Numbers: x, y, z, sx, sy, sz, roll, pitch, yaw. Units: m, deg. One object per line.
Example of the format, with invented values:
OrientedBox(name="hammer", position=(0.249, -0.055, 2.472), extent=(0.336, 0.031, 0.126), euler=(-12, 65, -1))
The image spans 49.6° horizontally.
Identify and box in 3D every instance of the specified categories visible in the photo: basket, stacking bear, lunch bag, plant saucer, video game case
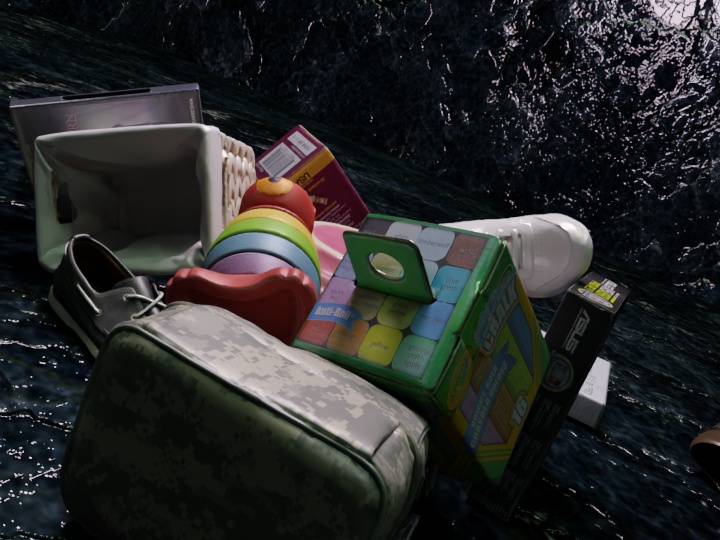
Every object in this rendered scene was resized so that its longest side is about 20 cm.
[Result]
OrientedBox(name="basket", position=(-0.209, -0.068, 0.787), extent=(0.195, 0.139, 0.123), euler=(0, 3, 16))
OrientedBox(name="stacking bear", position=(-0.084, -0.010, 0.692), extent=(0.118, 0.116, 0.202), euler=(-1, 37, 5))
OrientedBox(name="lunch bag", position=(-0.054, 0.111, 0.486), extent=(0.197, 0.142, 0.167), euler=(26, 16, 13))
OrientedBox(name="plant saucer", position=(0.000, 0.000, 0.820), extent=(0.196, 0.052, 0.201), euler=(19, 16, -5))
OrientedBox(name="video game case", position=(-0.272, -0.130, 0.873), extent=(0.195, 0.145, 0.019), euler=(-9, 39, -13))

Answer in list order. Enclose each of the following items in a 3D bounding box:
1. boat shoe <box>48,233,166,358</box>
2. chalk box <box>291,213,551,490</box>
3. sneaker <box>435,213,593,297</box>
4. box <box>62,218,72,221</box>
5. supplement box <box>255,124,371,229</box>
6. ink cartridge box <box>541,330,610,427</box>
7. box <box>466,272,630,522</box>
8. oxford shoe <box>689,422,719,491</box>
OrientedBox(name="boat shoe", position=(-0.197, 0.041, 0.669), extent=(0.198, 0.069, 0.071), euler=(36, 19, 27))
OrientedBox(name="chalk box", position=(0.044, 0.048, 0.568), extent=(0.122, 0.125, 0.201), euler=(13, -28, 37))
OrientedBox(name="sneaker", position=(0.115, -0.008, 0.717), extent=(0.197, 0.077, 0.098), euler=(-4, 2, 44))
OrientedBox(name="box", position=(-0.338, -0.111, 1.021), extent=(0.158, 0.050, 0.200), euler=(9, 19, -34))
OrientedBox(name="supplement box", position=(-0.048, -0.069, 1.018), extent=(0.201, 0.103, 0.131), euler=(55, -4, -30))
OrientedBox(name="ink cartridge box", position=(0.238, 0.124, 1.058), extent=(0.197, 0.044, 0.196), euler=(24, 16, 16))
OrientedBox(name="box", position=(0.175, 0.107, 0.710), extent=(0.044, 0.204, 0.160), euler=(28, 15, 18))
OrientedBox(name="oxford shoe", position=(0.465, 0.258, 0.893), extent=(0.083, 0.074, 0.199), euler=(-8, 27, -33))
